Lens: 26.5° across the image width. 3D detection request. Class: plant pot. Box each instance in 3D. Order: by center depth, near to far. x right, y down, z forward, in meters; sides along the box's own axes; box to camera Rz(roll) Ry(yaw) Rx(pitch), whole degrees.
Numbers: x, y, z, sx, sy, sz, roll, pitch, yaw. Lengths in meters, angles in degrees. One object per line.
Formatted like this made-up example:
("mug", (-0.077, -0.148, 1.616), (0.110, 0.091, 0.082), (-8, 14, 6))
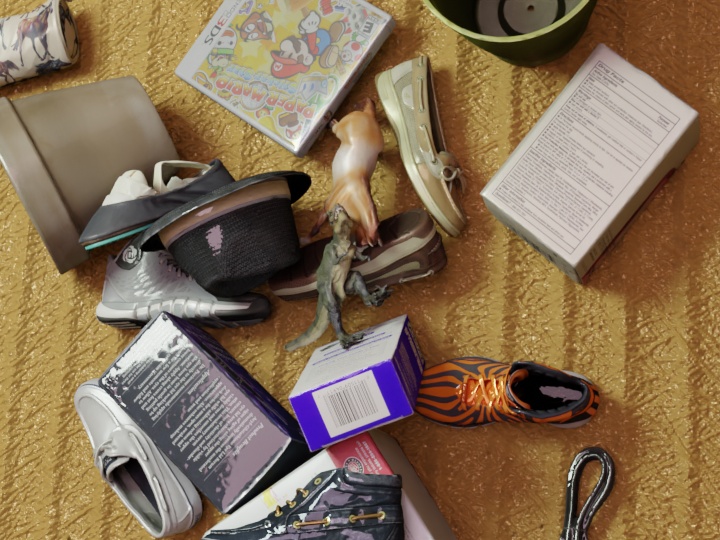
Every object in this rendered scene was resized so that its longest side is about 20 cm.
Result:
("plant pot", (0.166, -0.301, 1.571), (0.199, 0.193, 0.201), (-2, 79, 13))
("plant pot", (-0.298, -0.123, 1.665), (0.173, 0.200, 0.200), (-29, 74, -11))

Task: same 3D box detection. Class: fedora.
("fedora", (-0.125, -0.029, 1.581), (0.200, 0.201, 0.092), (-26, 83, 7))

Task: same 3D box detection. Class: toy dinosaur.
("toy dinosaur", (-0.020, 0.026, 1.554), (0.088, 0.047, 0.201), (42, 129, 31))

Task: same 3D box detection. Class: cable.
("cable", (0.218, 0.281, 1.539), (0.097, 0.050, 0.201), (-8, 65, 29))

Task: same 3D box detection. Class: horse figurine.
("horse figurine", (-0.012, -0.106, 1.612), (0.050, 0.132, 0.201), (21, 67, -24))

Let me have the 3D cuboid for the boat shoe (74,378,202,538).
("boat shoe", (-0.249, 0.198, 1.630), (0.200, 0.065, 0.074), (46, 119, 17))

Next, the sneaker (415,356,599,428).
("sneaker", (0.138, 0.117, 1.539), (0.199, 0.112, 0.078), (-2, 79, 14))

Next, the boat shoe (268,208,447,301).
("boat shoe", (-0.001, 0.004, 1.615), (0.202, 0.075, 0.075), (-17, 32, 29))

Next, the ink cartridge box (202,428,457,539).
("ink cartridge box", (-0.026, 0.274, 1.531), (0.200, 0.145, 0.146), (-34, 73, 5))

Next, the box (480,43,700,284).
("box", (0.236, -0.106, 1.561), (0.128, 0.109, 0.200), (39, 90, 17))

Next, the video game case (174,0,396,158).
("video game case", (-0.086, -0.246, 1.690), (0.200, 0.023, 0.182), (35, 89, 28))

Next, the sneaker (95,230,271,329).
("sneaker", (-0.193, 0.002, 1.662), (0.199, 0.075, 0.116), (-1, 77, 14))

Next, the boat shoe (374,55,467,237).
("boat shoe", (0.077, -0.133, 1.625), (0.063, 0.073, 0.201), (-25, 68, 12))

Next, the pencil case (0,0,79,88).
("pencil case", (-0.418, -0.256, 1.761), (0.199, 0.078, 0.090), (-14, 91, 11))

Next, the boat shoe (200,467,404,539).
("boat shoe", (-0.055, 0.234, 1.439), (0.199, 0.071, 0.091), (-1, 78, 8))

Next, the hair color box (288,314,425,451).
("hair color box", (0.001, 0.109, 1.525), (0.109, 0.200, 0.065), (-21, 99, 10))

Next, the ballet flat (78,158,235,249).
("ballet flat", (-0.216, -0.077, 1.608), (0.200, 0.073, 0.073), (-19, 70, -37))

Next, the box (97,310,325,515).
("box", (-0.151, 0.153, 1.584), (0.200, 0.148, 0.104), (42, 90, 16))
